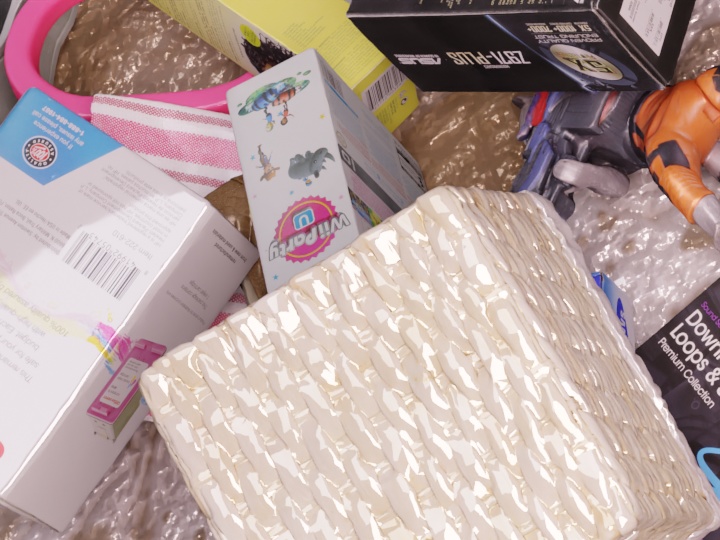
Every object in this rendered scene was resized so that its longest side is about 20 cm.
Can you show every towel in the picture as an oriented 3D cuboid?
[{"bbox_3d":[-0.105,-0.007,1.683,0.146,0.030,0.200,10,69,2],"label":"towel"}]

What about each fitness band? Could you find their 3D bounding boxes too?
[{"bbox_3d":[-0.124,-0.147,1.781,0.200,0.037,0.144,-4,56,12],"label":"fitness band"}]

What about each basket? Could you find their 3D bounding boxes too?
[{"bbox_3d":[0.033,0.083,1.368,0.198,0.161,0.200,-32,75,13],"label":"basket"}]

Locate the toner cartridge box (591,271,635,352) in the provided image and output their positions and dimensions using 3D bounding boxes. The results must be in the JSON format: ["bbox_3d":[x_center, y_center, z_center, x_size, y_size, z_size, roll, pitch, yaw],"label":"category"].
[{"bbox_3d":[0.095,0.106,1.486,0.095,0.043,0.200,-13,60,26],"label":"toner cartridge box"}]

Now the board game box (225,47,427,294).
[{"bbox_3d":[0.000,0.000,1.580,0.064,0.148,0.200,-26,54,16],"label":"board game box"}]

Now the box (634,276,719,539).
[{"bbox_3d":[0.168,0.106,1.489,0.200,0.036,0.143,-41,51,6],"label":"box"}]

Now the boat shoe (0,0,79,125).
[{"bbox_3d":[-0.236,-0.134,1.855,0.060,0.076,0.200,-1,53,31],"label":"boat shoe"}]

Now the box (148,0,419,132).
[{"bbox_3d":[-0.057,-0.152,1.707,0.200,0.075,0.050,36,71,28],"label":"box"}]

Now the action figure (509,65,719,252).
[{"bbox_3d":[0.151,-0.052,1.554,0.193,0.105,0.200,23,81,46],"label":"action figure"}]

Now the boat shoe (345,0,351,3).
[{"bbox_3d":[0.040,-0.200,1.700,0.200,0.067,0.074,-11,61,20],"label":"boat shoe"}]

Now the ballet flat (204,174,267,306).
[{"bbox_3d":[-0.053,0.038,1.622,0.072,0.068,0.200,-16,70,-9],"label":"ballet flat"}]

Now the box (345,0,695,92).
[{"bbox_3d":[0.105,-0.202,1.548,0.164,0.086,0.200,2,65,37],"label":"box"}]

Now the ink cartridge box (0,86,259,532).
[{"bbox_3d":[-0.177,0.023,1.598,0.144,0.085,0.200,33,84,26],"label":"ink cartridge box"}]
